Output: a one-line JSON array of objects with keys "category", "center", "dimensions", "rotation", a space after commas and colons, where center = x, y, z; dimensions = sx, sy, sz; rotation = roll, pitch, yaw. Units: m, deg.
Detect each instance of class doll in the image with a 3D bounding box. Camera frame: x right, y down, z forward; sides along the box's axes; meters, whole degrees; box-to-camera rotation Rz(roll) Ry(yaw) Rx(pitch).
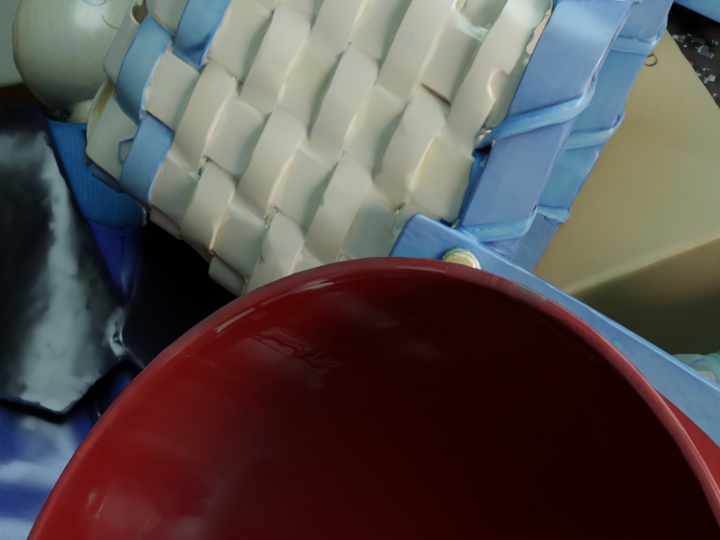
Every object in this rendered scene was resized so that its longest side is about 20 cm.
[{"category": "doll", "center": [-0.055, 0.019, 0.682], "dimensions": [0.136, 0.048, 0.201], "rotation": [0, 65, -19]}]

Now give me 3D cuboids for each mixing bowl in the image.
[{"category": "mixing bowl", "center": [0.027, 0.106, 0.563], "dimensions": [0.108, 0.200, 0.200], "rotation": [16, 39, -48]}]

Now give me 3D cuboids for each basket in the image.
[{"category": "basket", "center": [0.056, -0.036, 0.663], "dimensions": [0.200, 0.139, 0.176], "rotation": [26, 34, 11]}]

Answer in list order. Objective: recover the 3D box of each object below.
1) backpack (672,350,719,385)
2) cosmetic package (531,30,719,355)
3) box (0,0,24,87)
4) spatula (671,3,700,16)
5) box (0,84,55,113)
[{"category": "backpack", "center": [0.129, 0.095, 0.665], "dimensions": [0.126, 0.167, 0.200], "rotation": [-1, 47, -4]}, {"category": "cosmetic package", "center": [0.000, 0.000, 0.772], "dimensions": [0.199, 0.071, 0.105], "rotation": [-22, 59, -16]}, {"category": "box", "center": [-0.066, -0.100, 0.781], "dimensions": [0.199, 0.082, 0.068], "rotation": [-8, 18, 0]}, {"category": "spatula", "center": [0.182, -0.114, 0.842], "dimensions": [0.200, 0.057, 0.021], "rotation": [-25, 99, 16]}, {"category": "box", "center": [-0.118, -0.070, 0.845], "dimensions": [0.200, 0.021, 0.164], "rotation": [-31, 61, -22]}]
